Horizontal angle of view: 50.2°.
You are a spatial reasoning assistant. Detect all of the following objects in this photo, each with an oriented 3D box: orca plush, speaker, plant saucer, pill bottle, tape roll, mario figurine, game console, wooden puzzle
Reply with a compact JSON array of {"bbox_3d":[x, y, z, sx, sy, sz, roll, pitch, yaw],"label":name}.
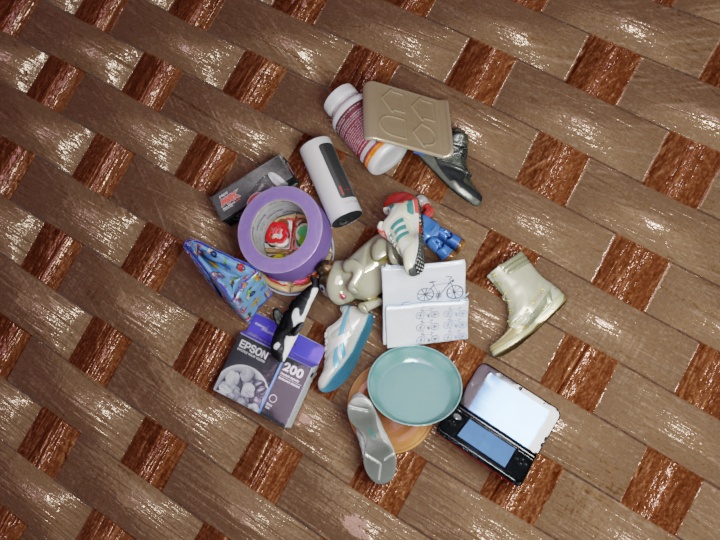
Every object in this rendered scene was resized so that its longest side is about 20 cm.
[{"bbox_3d":[-0.157,0.097,1.694,0.071,0.105,0.201,27,92,-10],"label":"orca plush"},{"bbox_3d":[-0.068,-0.201,1.760,0.081,0.081,0.202,-25,75,7],"label":"speaker"},{"bbox_3d":[0.113,0.246,1.608,0.198,0.036,0.201,0,48,0],"label":"plant saucer"},{"bbox_3d":[0.009,-0.325,1.747,0.113,0.113,0.200,-40,75,3],"label":"pill bottle"},{"bbox_3d":[-0.169,-0.081,1.725,0.198,0.085,0.202,-3,75,12],"label":"tape roll"},{"bbox_3d":[0.132,-0.092,1.699,0.200,0.123,0.106,41,115,5],"label":"mario figurine"},{"bbox_3d":[0.285,0.311,1.577,0.199,0.172,0.119,32,115,16],"label":"game console"},{"bbox_3d":[0.065,0.296,1.666,0.198,0.037,0.202,-2,80,11],"label":"plant saucer"},{"bbox_3d":[0.099,-0.323,1.686,0.198,0.046,0.187,9,51,-12],"label":"wooden puzzle"}]

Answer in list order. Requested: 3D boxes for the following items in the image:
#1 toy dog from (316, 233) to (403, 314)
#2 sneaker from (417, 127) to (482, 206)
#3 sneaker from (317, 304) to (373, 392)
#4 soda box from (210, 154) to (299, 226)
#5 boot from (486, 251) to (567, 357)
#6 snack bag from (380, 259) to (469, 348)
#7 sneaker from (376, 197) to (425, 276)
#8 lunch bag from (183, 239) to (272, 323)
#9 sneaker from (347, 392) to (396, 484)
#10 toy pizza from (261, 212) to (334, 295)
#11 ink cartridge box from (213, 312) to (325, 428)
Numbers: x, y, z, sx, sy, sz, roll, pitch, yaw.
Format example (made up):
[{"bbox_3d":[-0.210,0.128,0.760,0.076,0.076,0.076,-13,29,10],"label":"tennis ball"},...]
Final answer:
[{"bbox_3d":[0.000,0.000,1.679,0.199,0.140,0.195,-25,49,12],"label":"toy dog"},{"bbox_3d":[0.219,-0.239,1.705,0.114,0.076,0.200,-42,69,9],"label":"sneaker"},{"bbox_3d":[-0.046,0.173,1.698,0.080,0.077,0.201,24,79,22],"label":"sneaker"},{"bbox_3d":[-0.247,-0.187,1.806,0.199,0.063,0.071,-31,75,6],"label":"soda box"},{"bbox_3d":[0.317,0.072,1.632,0.200,0.072,0.155,-41,75,-2],"label":"boot"},{"bbox_3d":[0.138,0.069,1.617,0.186,0.021,0.202,-4,119,-4],"label":"snack bag"},{"bbox_3d":[0.081,-0.064,1.574,0.092,0.071,0.201,-6,50,11],"label":"sneaker"},{"bbox_3d":[-0.313,0.006,1.738,0.199,0.151,0.094,35,75,19],"label":"lunch bag"},{"bbox_3d":[0.027,0.348,1.616,0.070,0.080,0.202,-17,96,2],"label":"sneaker"},{"bbox_3d":[-0.158,-0.043,1.777,0.198,0.032,0.202,-2,80,12],"label":"toy pizza"},{"bbox_3d":[-0.204,0.222,1.736,0.197,0.043,0.202,23,84,15],"label":"ink cartridge box"}]
